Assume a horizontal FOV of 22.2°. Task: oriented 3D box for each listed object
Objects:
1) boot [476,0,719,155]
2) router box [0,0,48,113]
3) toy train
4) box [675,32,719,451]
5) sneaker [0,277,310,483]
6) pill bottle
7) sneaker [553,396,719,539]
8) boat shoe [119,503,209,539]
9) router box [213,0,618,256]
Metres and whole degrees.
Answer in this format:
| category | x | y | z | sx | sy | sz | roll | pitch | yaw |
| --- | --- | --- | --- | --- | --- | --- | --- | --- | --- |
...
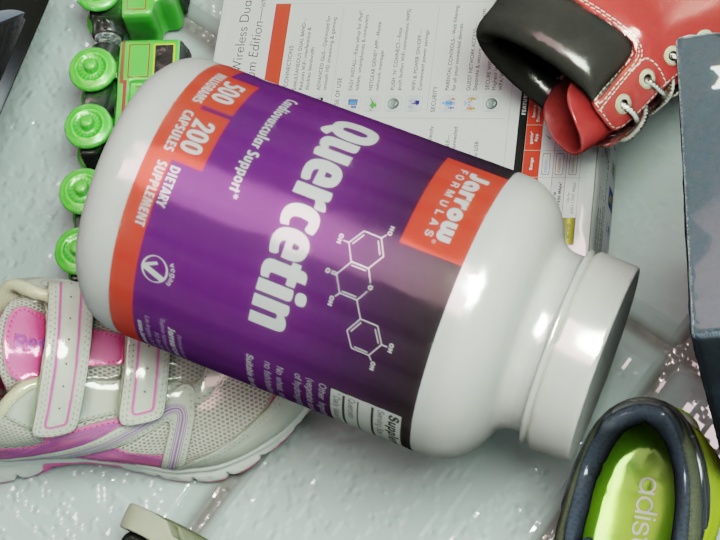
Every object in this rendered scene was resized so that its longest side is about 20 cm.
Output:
| category | x | y | z | sx | sy | sz | roll | pitch | yaw |
| --- | --- | --- | --- | --- | --- | --- | --- | --- | --- |
| boot | 0.152 | -0.086 | 0.739 | 0.199 | 0.072 | 0.145 | 26 | 69 | 5 |
| router box | -0.233 | -0.093 | 0.798 | 0.157 | 0.052 | 0.201 | 30 | 44 | -17 |
| toy train | -0.106 | -0.078 | 0.851 | 0.056 | 0.042 | 0.202 | -1 | 69 | 4 |
| box | 0.194 | 0.001 | 0.646 | 0.147 | 0.200 | 0.108 | -5 | 68 | 14 |
| sneaker | -0.112 | 0.045 | 0.776 | 0.198 | 0.088 | 0.082 | -10 | 67 | 12 |
| pill bottle | 0.000 | 0.000 | 0.701 | 0.199 | 0.113 | 0.113 | 20 | 76 | 12 |
| sneaker | 0.093 | 0.139 | 0.685 | 0.073 | 0.081 | 0.202 | 1 | 72 | 16 |
| boat shoe | -0.061 | 0.139 | 0.687 | 0.066 | 0.074 | 0.199 | -62 | 25 | -7 |
| router box | 0.025 | -0.089 | 0.811 | 0.178 | 0.049 | 0.202 | 2 | 70 | 17 |
